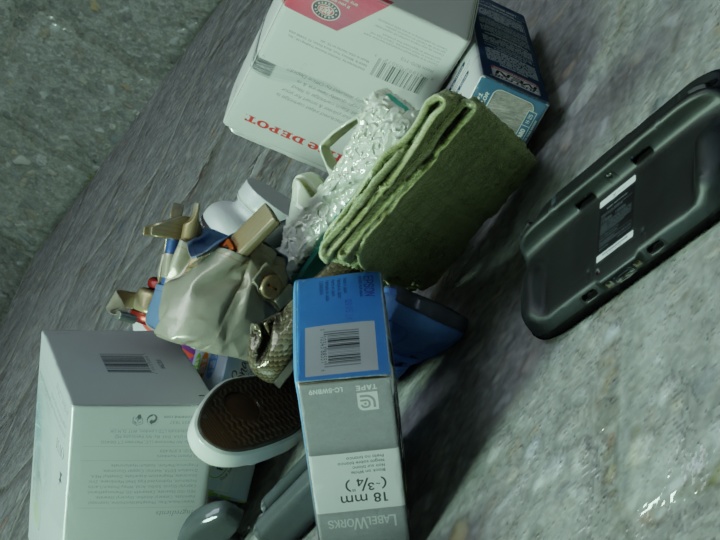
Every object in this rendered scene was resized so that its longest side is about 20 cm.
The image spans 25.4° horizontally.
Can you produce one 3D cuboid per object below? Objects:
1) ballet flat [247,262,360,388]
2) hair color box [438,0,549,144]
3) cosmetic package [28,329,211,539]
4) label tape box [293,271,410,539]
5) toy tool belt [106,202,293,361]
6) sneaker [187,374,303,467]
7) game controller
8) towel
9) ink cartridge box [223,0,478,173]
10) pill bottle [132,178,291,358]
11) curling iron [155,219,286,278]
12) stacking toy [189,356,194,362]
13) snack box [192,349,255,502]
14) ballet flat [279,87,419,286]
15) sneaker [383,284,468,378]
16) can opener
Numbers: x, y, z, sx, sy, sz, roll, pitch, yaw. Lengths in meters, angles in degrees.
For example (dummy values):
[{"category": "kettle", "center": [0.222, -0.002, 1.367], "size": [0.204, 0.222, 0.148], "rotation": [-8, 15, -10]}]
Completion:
[{"category": "ballet flat", "center": [-0.021, -0.002, 1.185], "size": [0.200, 0.046, 0.067], "rotation": [-54, -1, -17]}, {"category": "hair color box", "center": [0.093, -0.140, 1.276], "size": [0.200, 0.060, 0.100], "rotation": [-89, 24, -62]}, {"category": "cosmetic package", "center": [-0.207, 0.173, 1.342], "size": [0.199, 0.122, 0.201], "rotation": [-140, 53, -67]}, {"category": "label tape box", "center": [-0.002, 0.122, 1.049], "size": [0.144, 0.063, 0.201], "rotation": [-94, -2, -64]}, {"category": "toy tool belt", "center": [-0.123, -0.001, 1.305], "size": [0.200, 0.124, 0.123], "rotation": [14, 88, 61]}, {"category": "sneaker", "center": [-0.078, 0.125, 1.249], "size": [0.085, 0.073, 0.200], "rotation": [-59, -15, 26]}, {"category": "game controller", "center": [0.162, -0.036, 0.958], "size": [0.200, 0.042, 0.105], "rotation": [-43, 37, 46]}, {"category": "towel", "center": [0.050, -0.053, 1.109], "size": [0.148, 0.036, 0.200], "rotation": [-49, -21, 9]}, {"category": "ink cartridge box", "center": [-0.010, -0.177, 1.298], "size": [0.200, 0.146, 0.083], "rotation": [125, 163, -50]}, {"category": "pill bottle", "center": [-0.138, 0.009, 1.627], "size": [0.200, 0.112, 0.113], "rotation": [-55, 16, 12]}, {"category": "curling iron", "center": [-0.097, -0.023, 1.414], "size": [0.199, 0.026, 0.050], "rotation": [-26, 5, 7]}, {"category": "stacking toy", "center": [-0.159, 0.126, 1.540], "size": [0.200, 0.116, 0.110], "rotation": [-41, 20, 10]}, {"category": "snack box", "center": [-0.117, 0.101, 1.415], "size": [0.142, 0.053, 0.201], "rotation": [160, 125, -71]}, {"category": "ballet flat", "center": [-0.015, -0.069, 1.270], "size": [0.200, 0.072, 0.072], "rotation": [-49, 18, 34]}, {"category": "sneaker", "center": [0.018, 0.059, 1.153], "size": [0.079, 0.066, 0.200], "rotation": [-65, 15, -14]}, {"category": "can opener", "center": [-0.068, 0.179, 1.199], "size": [0.200, 0.066, 0.053], "rotation": [-43, 20, 31]}]
